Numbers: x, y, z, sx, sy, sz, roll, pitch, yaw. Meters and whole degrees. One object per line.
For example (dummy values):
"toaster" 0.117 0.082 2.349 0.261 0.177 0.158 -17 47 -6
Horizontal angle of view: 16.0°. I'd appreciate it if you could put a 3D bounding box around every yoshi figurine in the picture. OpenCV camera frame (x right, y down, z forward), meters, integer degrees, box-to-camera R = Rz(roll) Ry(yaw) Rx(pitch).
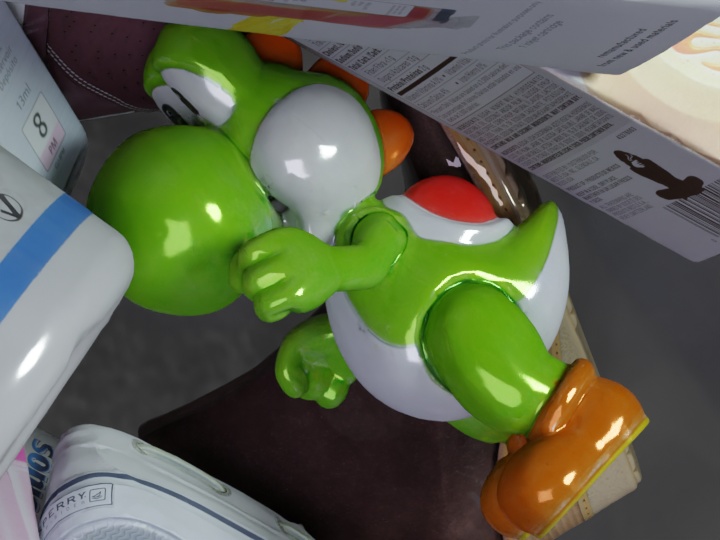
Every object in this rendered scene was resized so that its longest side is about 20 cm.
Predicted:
"yoshi figurine" -0.011 0.011 0.823 0.200 0.112 0.112 44 124 3

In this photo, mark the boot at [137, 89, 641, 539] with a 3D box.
"boot" -0.004 0.032 0.910 0.165 0.072 0.201 -19 115 7

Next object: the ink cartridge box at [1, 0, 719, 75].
"ink cartridge box" -0.002 -0.142 0.712 0.199 0.083 0.146 5 79 -17

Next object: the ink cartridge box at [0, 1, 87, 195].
"ink cartridge box" -0.202 -0.087 0.817 0.162 0.057 0.200 -8 135 26

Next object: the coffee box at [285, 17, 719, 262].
"coffee box" 0.061 -0.103 0.816 0.199 0.080 0.115 28 71 -13

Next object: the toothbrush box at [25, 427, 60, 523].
"toothbrush box" -0.199 0.089 0.901 0.199 0.147 0.086 27 113 -11

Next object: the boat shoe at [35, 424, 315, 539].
"boat shoe" -0.028 0.115 0.900 0.073 0.067 0.200 -36 123 20

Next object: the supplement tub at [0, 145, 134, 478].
"supplement tub" -0.179 -0.010 0.758 0.199 0.132 0.132 35 110 -3

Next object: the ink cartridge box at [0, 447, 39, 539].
"ink cartridge box" -0.152 0.084 0.825 0.094 0.201 0.037 17 124 -27

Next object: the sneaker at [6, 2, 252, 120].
"sneaker" -0.072 -0.133 0.838 0.115 0.076 0.201 -4 135 -6
